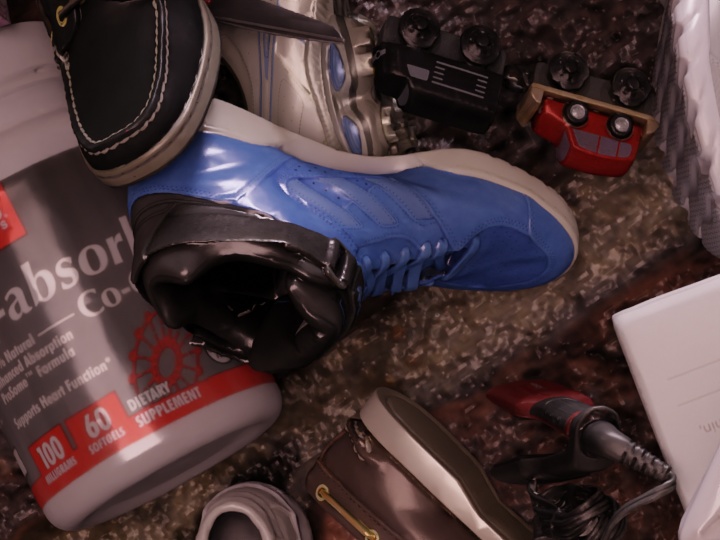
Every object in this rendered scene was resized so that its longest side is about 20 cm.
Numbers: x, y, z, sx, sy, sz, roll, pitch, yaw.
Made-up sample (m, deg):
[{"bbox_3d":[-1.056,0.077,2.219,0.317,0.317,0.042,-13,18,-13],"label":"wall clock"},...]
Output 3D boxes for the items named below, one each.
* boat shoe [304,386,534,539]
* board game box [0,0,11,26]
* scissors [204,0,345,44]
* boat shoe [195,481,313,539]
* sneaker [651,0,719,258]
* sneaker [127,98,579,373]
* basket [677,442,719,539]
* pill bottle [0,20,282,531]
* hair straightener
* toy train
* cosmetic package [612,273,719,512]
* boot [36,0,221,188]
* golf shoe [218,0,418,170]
[{"bbox_3d":[0.058,0.141,0.862,0.200,0.072,0.060,46,103,13],"label":"boat shoe"},{"bbox_3d":[-0.265,-0.170,0.873,0.198,0.043,0.201,-18,72,12],"label":"board game box"},{"bbox_3d":[-0.077,-0.114,0.870,0.073,0.014,0.200,-50,46,3],"label":"scissors"},{"bbox_3d":[-0.051,0.196,0.882,0.071,0.066,0.201,4,89,11],"label":"boat shoe"},{"bbox_3d":[0.161,-0.102,0.810,0.081,0.075,0.201,0,72,1],"label":"sneaker"},{"bbox_3d":[-0.001,0.001,0.828,0.199,0.112,0.077,15,136,-17],"label":"sneaker"},{"bbox_3d":[0.203,0.033,0.640,0.135,0.123,0.201,29,91,10],"label":"basket"},{"bbox_3d":[-0.127,0.002,0.877,0.115,0.116,0.201,-31,81,9],"label":"pill bottle"},{"bbox_3d":[0.088,0.087,0.796,0.041,0.200,0.078,-3,90,-11],"label":"hair straightener"},{"bbox_3d":[0.100,-0.063,0.850,0.199,0.034,0.046,15,70,-6],"label":"toy train"},{"bbox_3d":[0.211,0.083,0.783,0.166,0.167,0.201,-21,83,8],"label":"cosmetic package"},{"bbox_3d":[-0.129,-0.143,0.806,0.073,0.154,0.204,-26,46,21],"label":"boot"},{"bbox_3d":[-0.041,-0.133,0.889,0.097,0.078,0.201,-11,85,16],"label":"golf shoe"}]
